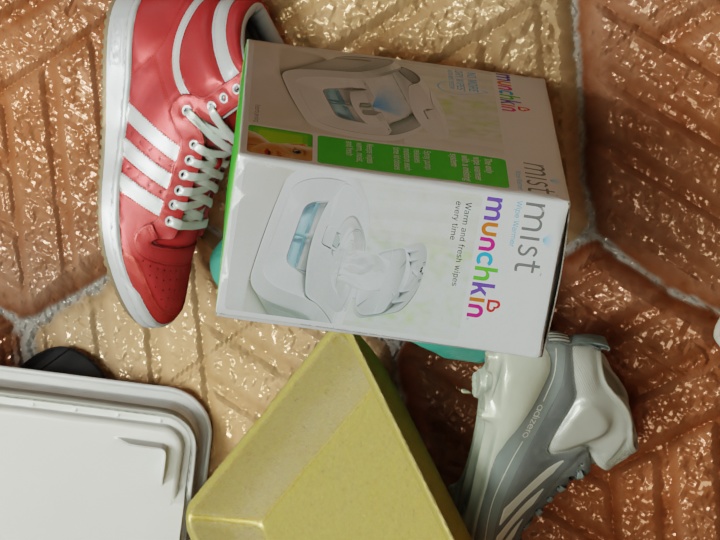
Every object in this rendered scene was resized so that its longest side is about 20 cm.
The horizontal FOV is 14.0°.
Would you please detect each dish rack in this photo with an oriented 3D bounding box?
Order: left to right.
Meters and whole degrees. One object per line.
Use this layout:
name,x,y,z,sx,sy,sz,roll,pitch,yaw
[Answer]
dish rack,-0.197,0.148,1.808,0.199,0.044,0.172,7,106,-4

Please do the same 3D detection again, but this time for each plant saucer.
plant saucer,-0.005,0.166,1.711,0.200,0.048,0.200,-51,53,36

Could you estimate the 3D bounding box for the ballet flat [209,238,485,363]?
ballet flat,0.000,0.000,1.700,0.199,0.070,0.068,15,72,18

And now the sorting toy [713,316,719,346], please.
sorting toy,0.271,0.022,1.523,0.199,0.180,0.107,10,109,21

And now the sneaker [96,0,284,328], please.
sneaker,-0.091,-0.066,1.715,0.112,0.071,0.201,0,95,26

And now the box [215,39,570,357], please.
box,0.016,-0.040,1.581,0.176,0.200,0.097,7,112,-3

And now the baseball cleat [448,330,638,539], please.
baseball cleat,0.104,0.121,1.693,0.106,0.070,0.200,4,130,-7

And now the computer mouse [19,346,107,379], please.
computer mouse,-0.218,0.148,1.861,0.200,0.046,0.141,-35,88,29
